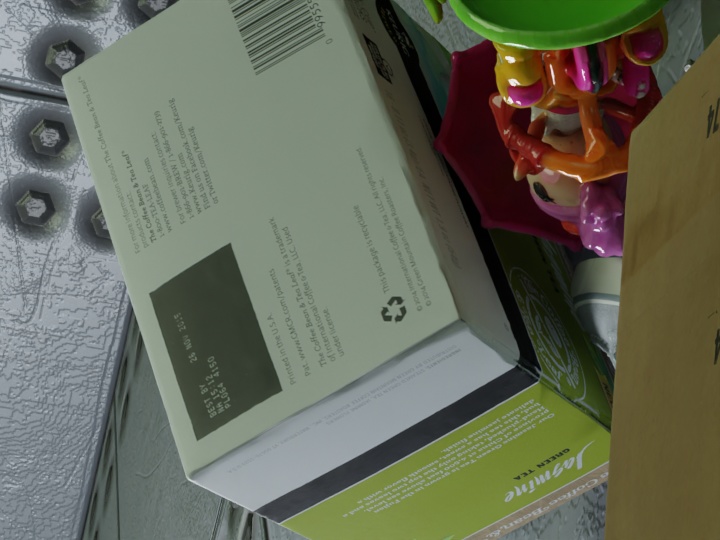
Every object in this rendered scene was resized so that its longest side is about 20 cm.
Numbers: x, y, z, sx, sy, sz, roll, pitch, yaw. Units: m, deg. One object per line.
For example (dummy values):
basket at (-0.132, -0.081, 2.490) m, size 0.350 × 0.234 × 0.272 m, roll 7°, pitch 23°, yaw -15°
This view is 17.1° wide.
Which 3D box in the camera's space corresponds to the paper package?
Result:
paper package at (0.153, 0.008, 0.691) m, size 0.200 × 0.103 × 0.192 m, roll 123°, pitch 156°, yaw -64°

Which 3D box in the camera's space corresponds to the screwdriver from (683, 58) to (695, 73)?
screwdriver at (0.126, -0.062, 0.893) m, size 0.200 × 0.028 × 0.029 m, roll 41°, pitch -151°, yaw -74°

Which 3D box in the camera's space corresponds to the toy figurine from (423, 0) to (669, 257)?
toy figurine at (0.076, -0.078, 0.890) m, size 0.201 × 0.149 × 0.185 m, roll -110°, pitch 2°, yaw -47°

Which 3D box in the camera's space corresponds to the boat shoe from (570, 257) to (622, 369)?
boat shoe at (0.122, 0.037, 0.896) m, size 0.201 × 0.070 × 0.072 m, roll -171°, pitch 94°, yaw -76°

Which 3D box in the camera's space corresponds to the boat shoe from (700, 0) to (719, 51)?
boat shoe at (0.165, -0.130, 0.884) m, size 0.072 × 0.067 × 0.201 m, roll 53°, pitch -147°, yaw -43°

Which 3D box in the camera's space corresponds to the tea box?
tea box at (0.000, 0.000, 1.014) m, size 0.197 × 0.133 × 0.201 m, roll 35°, pitch -150°, yaw -57°
